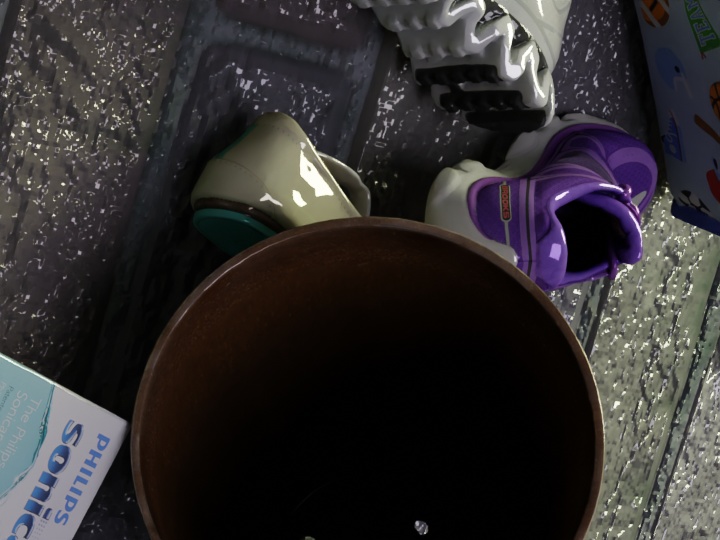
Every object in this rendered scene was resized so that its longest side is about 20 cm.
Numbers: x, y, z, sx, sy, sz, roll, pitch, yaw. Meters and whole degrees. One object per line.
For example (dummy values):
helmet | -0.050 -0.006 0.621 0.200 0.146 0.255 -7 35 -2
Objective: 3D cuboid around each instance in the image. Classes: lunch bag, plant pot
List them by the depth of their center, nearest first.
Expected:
plant pot | 0.005 0.102 1.034 0.187 0.187 0.200 -49 165 -16
lunch bag | 0.240 -0.127 1.204 0.199 0.124 0.171 -30 124 -21

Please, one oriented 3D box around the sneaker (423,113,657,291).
sneaker | 0.101 -0.020 1.120 0.200 0.083 0.081 -30 125 -60

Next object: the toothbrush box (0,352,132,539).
toothbrush box | -0.205 0.075 0.904 0.200 0.085 0.147 32 83 -44

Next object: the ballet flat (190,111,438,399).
ballet flat | 0.000 0.000 1.081 0.070 0.069 0.200 -53 132 -12

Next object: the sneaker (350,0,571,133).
sneaker | 0.031 -0.145 1.050 0.200 0.075 0.081 47 60 -45
